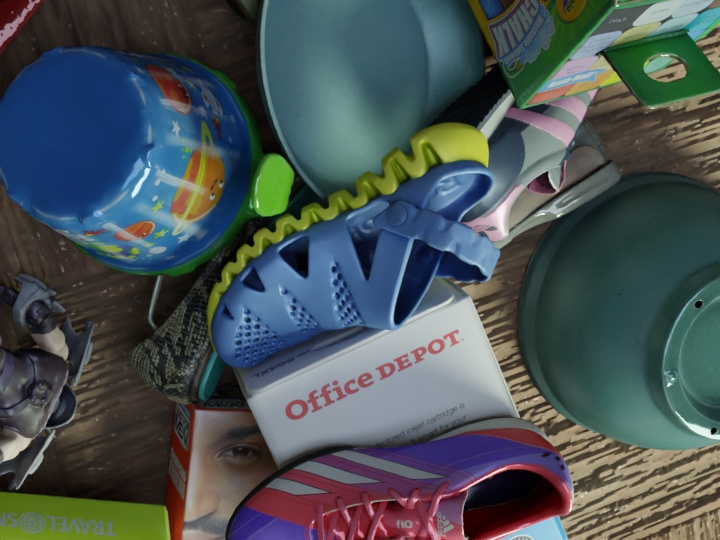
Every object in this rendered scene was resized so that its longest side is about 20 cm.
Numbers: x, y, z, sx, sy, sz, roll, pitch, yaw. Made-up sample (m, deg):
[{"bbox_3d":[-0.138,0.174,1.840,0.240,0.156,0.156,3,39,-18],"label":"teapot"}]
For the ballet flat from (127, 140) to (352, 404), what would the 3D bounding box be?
[{"bbox_3d":[-0.083,-0.014,0.873,0.075,0.068,0.200,30,81,9],"label":"ballet flat"}]

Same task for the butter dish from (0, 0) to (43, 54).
[{"bbox_3d":[-0.229,-0.222,0.728,0.200,0.148,0.199,37,90,-23],"label":"butter dish"}]

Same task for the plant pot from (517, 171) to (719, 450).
[{"bbox_3d":[0.228,0.042,0.958,0.200,0.134,0.200,-5,105,-18],"label":"plant pot"}]

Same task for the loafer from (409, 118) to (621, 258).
[{"bbox_3d":[0.081,-0.043,0.930,0.200,0.072,0.063,-28,93,-17],"label":"loafer"}]

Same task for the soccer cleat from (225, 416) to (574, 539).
[{"bbox_3d":[0.023,0.135,0.782,0.200,0.073,0.068,-13,107,-9],"label":"soccer cleat"}]

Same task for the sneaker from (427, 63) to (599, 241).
[{"bbox_3d":[0.117,-0.097,0.899,0.200,0.070,0.082,-41,112,-28],"label":"sneaker"}]

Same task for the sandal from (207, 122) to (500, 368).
[{"bbox_3d":[0.000,0.000,0.791,0.200,0.087,0.079,-35,152,12],"label":"sandal"}]

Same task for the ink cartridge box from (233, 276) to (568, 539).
[{"bbox_3d":[0.027,0.118,0.862,0.146,0.084,0.200,-24,108,-6],"label":"ink cartridge box"}]

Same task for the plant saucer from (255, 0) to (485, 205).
[{"bbox_3d":[0.002,-0.127,0.856,0.200,0.036,0.200,0,90,-46],"label":"plant saucer"}]

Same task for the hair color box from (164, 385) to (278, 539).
[{"bbox_3d":[-0.074,0.180,0.928,0.111,0.064,0.200,3,101,-19],"label":"hair color box"}]

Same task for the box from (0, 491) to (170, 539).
[{"bbox_3d":[-0.230,0.190,0.861,0.200,0.048,0.122,9,129,-21],"label":"box"}]

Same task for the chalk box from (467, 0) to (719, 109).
[{"bbox_3d":[0.145,-0.182,0.825,0.125,0.124,0.200,-16,76,-26],"label":"chalk box"}]

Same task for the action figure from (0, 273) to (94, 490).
[{"bbox_3d":[-0.229,0.054,0.816,0.200,0.069,0.130,47,50,-56],"label":"action figure"}]

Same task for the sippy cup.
[{"bbox_3d":[-0.138,-0.067,0.780,0.178,0.130,0.140,-23,81,11],"label":"sippy cup"}]

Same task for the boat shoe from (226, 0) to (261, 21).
[{"bbox_3d":[-0.083,-0.249,0.814,0.063,0.073,0.201,-22,102,-8],"label":"boat shoe"}]
